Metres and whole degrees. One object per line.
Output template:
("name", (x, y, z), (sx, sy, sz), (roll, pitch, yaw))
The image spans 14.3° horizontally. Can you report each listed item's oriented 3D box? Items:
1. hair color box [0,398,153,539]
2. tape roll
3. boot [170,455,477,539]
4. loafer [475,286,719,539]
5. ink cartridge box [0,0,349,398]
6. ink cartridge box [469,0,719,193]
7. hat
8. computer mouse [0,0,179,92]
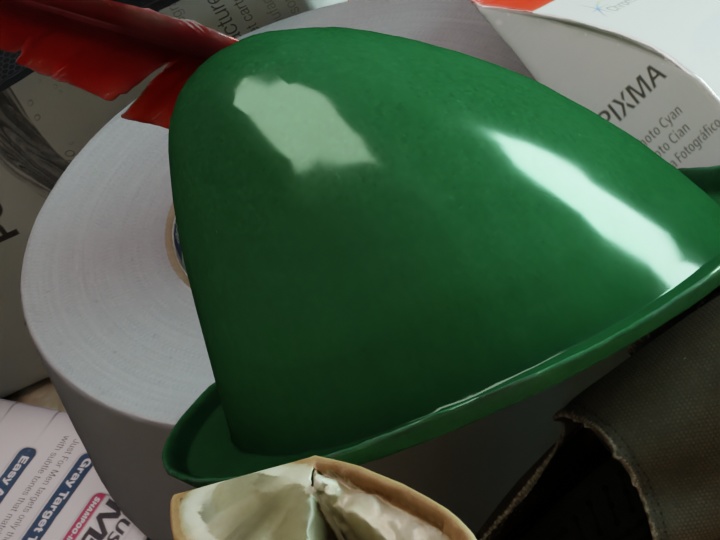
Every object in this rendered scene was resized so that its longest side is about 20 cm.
("hair color box", (-0.135, 0.096, 0.946), (0.199, 0.061, 0.100), (8, 52, 38))
("tape roll", (0.000, 0.000, 0.880), (0.199, 0.066, 0.201), (-12, 39, 10))
("boot", (0.005, 0.118, 0.720), (0.175, 0.200, 0.066), (16, 57, 42))
("loafer", (0.092, 0.048, 0.745), (0.073, 0.071, 0.200), (48, 111, 27))
("ink cartridge box", (-0.098, -0.053, 1.017), (0.199, 0.146, 0.085), (-23, 42, 8))
("ink cartridge box", (0.105, -0.086, 0.854), (0.047, 0.200, 0.160), (-42, -7, 37))
("hat", (-0.015, -0.057, 0.718), (0.199, 0.177, 0.166), (-26, 11, -7))
("computer mouse", (-0.113, -0.103, 0.928), (0.199, 0.053, 0.139), (-33, 48, 0))
